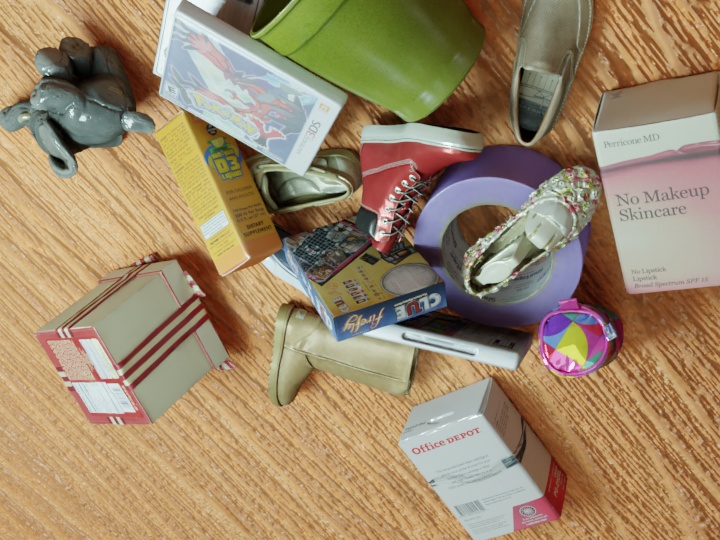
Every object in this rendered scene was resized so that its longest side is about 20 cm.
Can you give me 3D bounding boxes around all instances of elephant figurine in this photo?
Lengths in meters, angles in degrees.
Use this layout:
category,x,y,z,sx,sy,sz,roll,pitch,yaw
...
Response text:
category,x,y,z,sx,sy,sz,roll,pitch,yaw
elephant figurine,-0.368,-0.190,1.285,0.140,0.156,0.200,0,150,-32

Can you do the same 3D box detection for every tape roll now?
category,x,y,z,sx,sy,sz,roll,pitch,yaw
tape roll,0.167,-0.039,1.186,0.198,0.085,0.202,10,124,15

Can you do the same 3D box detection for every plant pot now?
category,x,y,z,sx,sy,sz,roll,pitch,yaw
plant pot,0.020,-0.262,1.044,0.192,0.201,0.200,37,128,-20

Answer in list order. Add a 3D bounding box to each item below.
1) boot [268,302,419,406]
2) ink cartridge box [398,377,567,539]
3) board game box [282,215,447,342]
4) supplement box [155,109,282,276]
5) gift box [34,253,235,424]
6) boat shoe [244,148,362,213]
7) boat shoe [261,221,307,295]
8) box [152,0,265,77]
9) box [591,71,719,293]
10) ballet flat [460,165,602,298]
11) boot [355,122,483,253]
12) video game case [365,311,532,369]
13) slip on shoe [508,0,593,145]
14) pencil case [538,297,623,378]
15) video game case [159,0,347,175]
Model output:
category,x,y,z,sx,sy,sz,roll,pitch,yaw
boot,-0.025,0.140,1.391,0.198,0.066,0.176,14,126,11
ink cartridge box,0.169,0.262,1.383,0.144,0.085,0.201,-26,111,33
board game box,0.000,0.000,1.178,0.134,0.200,0.035,-17,122,-12
supplement box,-0.174,-0.100,1.241,0.069,0.066,0.201,-31,84,42
gift box,-0.295,0.100,1.389,0.199,0.187,0.186,-2,120,40
boat shoe,-0.092,-0.105,1.255,0.199,0.063,0.074,-2,121,22
boat shoe,-0.049,-0.015,1.302,0.200,0.071,0.091,40,119,-11
box,-0.161,-0.301,1.154,0.116,0.060,0.201,24,128,5
box,0.332,-0.090,1.071,0.127,0.109,0.201,-7,119,25
ballet flat,0.184,-0.032,1.092,0.075,0.064,0.200,40,126,-6
boot,0.062,-0.090,1.122,0.199,0.072,0.146,7,91,58
video game case,0.111,0.077,1.213,0.180,0.200,0.023,13,96,13
slip on shoe,0.196,-0.227,1.064,0.075,0.061,0.201,18,127,9
pencil case,0.258,0.076,1.162,0.087,0.200,0.089,-1,86,17
video game case,-0.126,-0.196,1.121,0.199,0.023,0.182,30,155,-5
